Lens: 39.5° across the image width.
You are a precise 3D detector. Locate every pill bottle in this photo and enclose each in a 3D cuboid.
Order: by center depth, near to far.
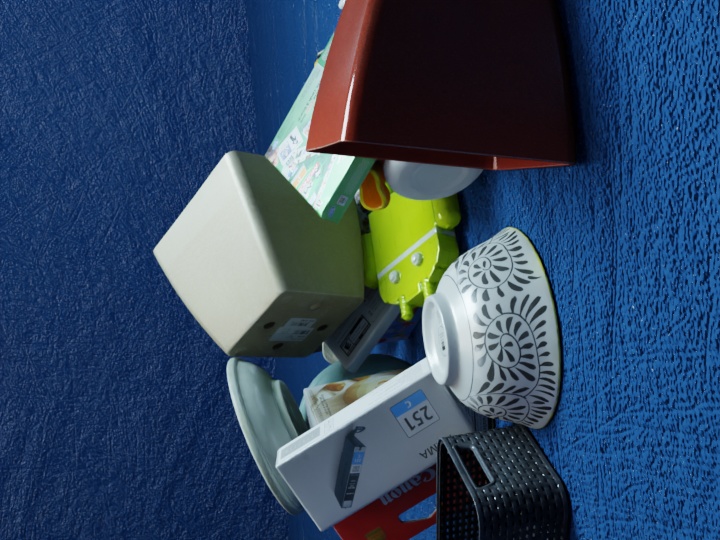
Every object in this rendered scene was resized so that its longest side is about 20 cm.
[{"bbox_3d":[0.061,-0.184,1.074,0.113,0.111,0.202,102,159,-59],"label":"pill bottle"}]

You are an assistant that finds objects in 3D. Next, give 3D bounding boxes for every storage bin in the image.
[{"bbox_3d":[0.139,0.275,1.018,0.135,0.092,0.203,-119,24,-62],"label":"storage bin"}]

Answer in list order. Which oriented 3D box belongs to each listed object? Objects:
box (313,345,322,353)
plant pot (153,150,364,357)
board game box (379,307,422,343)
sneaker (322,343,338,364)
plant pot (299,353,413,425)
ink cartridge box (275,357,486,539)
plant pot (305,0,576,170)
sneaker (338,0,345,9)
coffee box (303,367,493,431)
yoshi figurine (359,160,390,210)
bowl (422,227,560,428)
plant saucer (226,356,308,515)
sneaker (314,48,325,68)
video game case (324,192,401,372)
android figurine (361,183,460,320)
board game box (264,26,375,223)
[{"bbox_3d":[-0.061,0.018,1.541,0.201,0.121,0.107,55,-149,-39],"label":"box"},{"bbox_3d":[-0.107,-0.003,1.245,0.200,0.198,0.179,-46,55,33],"label":"plant pot"},{"bbox_3d":[0.040,-0.020,1.428,0.200,0.055,0.199,112,149,-68],"label":"board game box"},{"bbox_3d":[-0.013,0.036,1.425,0.085,0.074,0.202,-65,-9,-57],"label":"sneaker"},{"bbox_3d":[0.029,0.198,1.300,0.134,0.197,0.203,139,123,-67],"label":"plant pot"},{"bbox_3d":[0.037,0.218,1.076,0.177,0.199,0.045,56,-173,-15],"label":"ink cartridge box"},{"bbox_3d":[0.067,-0.187,0.877,0.200,0.197,0.179,-162,76,-77],"label":"plant pot"},{"bbox_3d":[0.026,-0.378,1.247,0.200,0.079,0.090,163,107,-74],"label":"sneaker"},{"bbox_3d":[0.043,0.175,1.163,0.114,0.197,0.081,-128,30,-66],"label":"coffee box"},{"bbox_3d":[0.015,-0.131,1.164,0.112,0.112,0.201,-42,16,39],"label":"yoshi figurine"},{"bbox_3d":[0.117,0.063,0.995,0.201,0.093,0.204,172,90,-78],"label":"bowl"},{"bbox_3d":[-0.097,0.190,1.204,0.200,0.050,0.202,-24,-89,-89],"label":"plant saucer"},{"bbox_3d":[-0.012,-0.249,1.236,0.200,0.081,0.079,135,122,-79],"label":"sneaker"},{"bbox_3d":[0.000,0.000,1.307,0.201,0.022,0.182,-54,47,12],"label":"video game case"},{"bbox_3d":[0.059,-0.040,1.205,0.182,0.041,0.203,-37,49,45],"label":"android figurine"},{"bbox_3d":[-0.015,-0.170,1.045,0.201,0.029,0.135,-58,46,15],"label":"board game box"}]
